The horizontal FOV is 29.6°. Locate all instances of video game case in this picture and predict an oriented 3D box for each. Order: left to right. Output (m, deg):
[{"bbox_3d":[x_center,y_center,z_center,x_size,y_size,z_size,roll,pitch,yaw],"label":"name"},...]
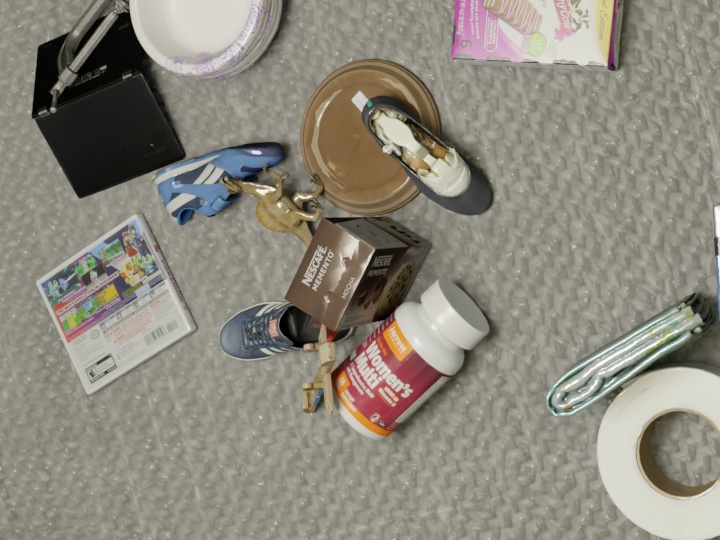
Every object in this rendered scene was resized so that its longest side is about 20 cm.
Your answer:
[{"bbox_3d":[-0.345,0.048,1.916,0.199,0.023,0.184,-31,81,22],"label":"video game case"}]

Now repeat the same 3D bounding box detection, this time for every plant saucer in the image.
[{"bbox_3d":[0.007,-0.172,1.756,0.198,0.029,0.203,1,92,23],"label":"plant saucer"}]

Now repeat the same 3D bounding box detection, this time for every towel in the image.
[{"bbox_3d":[0.311,0.096,1.563,0.199,0.171,0.048,-33,82,20],"label":"towel"}]

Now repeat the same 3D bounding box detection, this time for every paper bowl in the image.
[{"bbox_3d":[-0.195,-0.353,1.791,0.198,0.104,0.204,1,93,23],"label":"paper bowl"}]

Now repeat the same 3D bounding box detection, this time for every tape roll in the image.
[{"bbox_3d":[0.379,0.208,1.593,0.200,0.071,0.205,1,93,23],"label":"tape roll"}]

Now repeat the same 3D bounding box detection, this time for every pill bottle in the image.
[{"bbox_3d":[0.060,0.109,1.701,0.200,0.109,0.110,-45,76,18],"label":"pill bottle"}]

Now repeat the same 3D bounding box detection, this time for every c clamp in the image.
[{"bbox_3d":[-0.359,-0.317,1.840,0.027,0.171,0.201,32,104,-28],"label":"c clamp"}]

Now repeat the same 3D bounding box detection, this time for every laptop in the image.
[{"bbox_3d":[-0.352,-0.239,1.913,0.185,0.116,0.202,-18,57,22],"label":"laptop"}]

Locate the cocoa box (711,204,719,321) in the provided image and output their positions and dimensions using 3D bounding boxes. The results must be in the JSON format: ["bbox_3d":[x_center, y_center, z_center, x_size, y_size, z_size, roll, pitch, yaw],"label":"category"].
[{"bbox_3d":[0.497,-0.013,1.499,0.198,0.133,0.133,-3,92,23],"label":"cocoa box"}]

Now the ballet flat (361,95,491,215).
[{"bbox_3d":[0.079,-0.139,1.679,0.200,0.073,0.073,42,107,0],"label":"ballet flat"}]

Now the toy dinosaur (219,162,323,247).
[{"bbox_3d":[-0.088,-0.076,1.775,0.200,0.058,0.101,43,127,-13],"label":"toy dinosaur"}]

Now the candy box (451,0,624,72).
[{"bbox_3d":[0.214,-0.315,1.645,0.198,0.061,0.138,6,94,22],"label":"candy box"}]

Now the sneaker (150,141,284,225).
[{"bbox_3d":[-0.182,-0.119,1.817,0.198,0.074,0.083,-16,92,27],"label":"sneaker"}]

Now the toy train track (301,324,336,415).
[{"bbox_3d":[-0.061,0.137,1.718,0.032,0.200,0.116,-2,66,-11],"label":"toy train track"}]

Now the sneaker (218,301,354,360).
[{"bbox_3d":[-0.109,0.075,1.784,0.198,0.084,0.076,-14,87,23],"label":"sneaker"}]

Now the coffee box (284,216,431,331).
[{"bbox_3d":[0.000,0.000,1.673,0.079,0.200,0.114,31,103,18],"label":"coffee box"}]
